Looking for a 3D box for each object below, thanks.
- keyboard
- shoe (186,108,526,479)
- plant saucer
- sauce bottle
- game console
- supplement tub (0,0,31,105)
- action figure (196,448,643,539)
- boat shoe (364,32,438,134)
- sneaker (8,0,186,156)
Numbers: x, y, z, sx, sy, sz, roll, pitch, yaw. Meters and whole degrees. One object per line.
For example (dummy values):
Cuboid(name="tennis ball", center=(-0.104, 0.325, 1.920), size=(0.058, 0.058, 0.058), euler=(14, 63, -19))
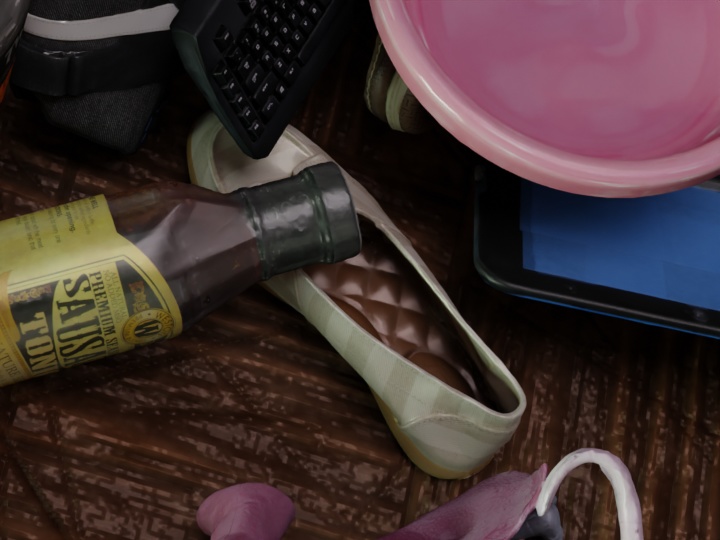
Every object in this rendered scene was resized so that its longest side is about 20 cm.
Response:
Cuboid(name="keyboard", center=(-0.012, -0.150, 0.721), size=(0.104, 0.040, 0.200), euler=(54, 53, -39))
Cuboid(name="shoe", center=(0.000, 0.000, 0.742), size=(0.070, 0.053, 0.200), euler=(-37, 84, -28))
Cuboid(name="plant saucer", center=(0.098, -0.119, 0.746), size=(0.200, 0.051, 0.201), euler=(4, 67, -10))
Cuboid(name="sauce bottle", center=(-0.099, 0.001, 0.675), size=(0.200, 0.066, 0.066), euler=(-17, 73, -9))
Cuboid(name="game console", center=(0.159, -0.063, 0.771), size=(0.200, 0.118, 0.171), euler=(12, 97, -6))
Cuboid(name="supplement tub", center=(-0.189, -0.090, 0.629), size=(0.122, 0.200, 0.123), euler=(8, 65, -17))
Cuboid(name="action figure", center=(-0.008, 0.141, 0.631), size=(0.200, 0.149, 0.134), euler=(3, 72, -34))
Cuboid(name="boat shoe", center=(0.036, -0.155, 0.826), size=(0.075, 0.075, 0.203), euler=(17, 62, 17))
Cuboid(name="sneaker", center=(-0.082, -0.108, 0.754), size=(0.073, 0.112, 0.200), euler=(32, 25, 31))
